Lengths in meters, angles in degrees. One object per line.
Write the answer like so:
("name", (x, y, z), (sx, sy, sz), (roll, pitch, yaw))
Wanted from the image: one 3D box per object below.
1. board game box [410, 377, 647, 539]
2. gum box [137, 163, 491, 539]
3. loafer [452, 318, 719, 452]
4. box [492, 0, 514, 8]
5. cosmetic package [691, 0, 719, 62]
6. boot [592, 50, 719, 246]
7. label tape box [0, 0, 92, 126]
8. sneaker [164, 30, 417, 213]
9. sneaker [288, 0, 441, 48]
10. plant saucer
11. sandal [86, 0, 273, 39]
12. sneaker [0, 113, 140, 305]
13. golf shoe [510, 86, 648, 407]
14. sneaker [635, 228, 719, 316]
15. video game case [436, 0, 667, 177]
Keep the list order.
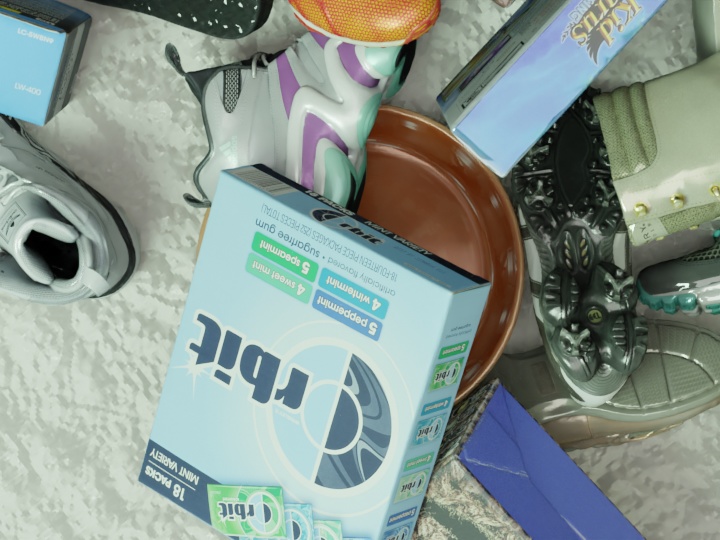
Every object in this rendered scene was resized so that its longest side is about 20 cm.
("board game box", (0.054, 0.192, 1.567), (0.160, 0.097, 0.200), (47, 122, -6))
("gum box", (-0.031, 0.065, 1.491), (0.169, 0.044, 0.201), (28, 113, 29))
("loafer", (0.132, 0.079, 1.616), (0.198, 0.063, 0.072), (-10, 56, 0))
("box", (0.068, -0.265, 1.488), (0.166, 0.200, 0.164), (40, 97, -5))
("cosmetic package", (0.300, -0.152, 1.555), (0.198, 0.087, 0.104), (-8, 113, 1))
("boot", (0.225, -0.039, 1.468), (0.154, 0.072, 0.201), (-23, 68, 8))
("label tape box", (-0.237, -0.135, 1.503), (0.143, 0.200, 0.064), (18, 98, -3))
("sneaker", (-0.047, -0.121, 1.556), (0.139, 0.078, 0.201), (19, 77, 8))
("sneaker", (-0.034, -0.198, 1.515), (0.073, 0.077, 0.200), (-44, 64, -13))
("plant saucer", (0.000, 0.000, 1.591), (0.198, 0.032, 0.202), (0, 83, 2))
("sandal", (-0.134, -0.192, 1.561), (0.199, 0.048, 0.076), (25, 124, 19))
("sneaker", (-0.219, -0.049, 1.559), (0.199, 0.115, 0.075), (37, 96, -5))
("golf shoe", (0.128, -0.013, 1.578), (0.077, 0.095, 0.201), (0, 63, 0))
("sneaker", (0.256, -0.033, 1.598), (0.199, 0.078, 0.092), (-19, 82, -1))
("video game case", (0.129, -0.149, 1.514), (0.045, 0.181, 0.200), (42, 96, -7))
